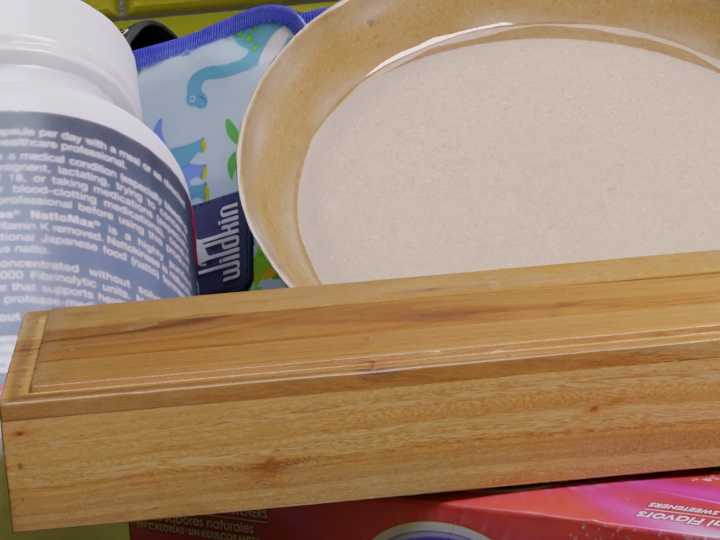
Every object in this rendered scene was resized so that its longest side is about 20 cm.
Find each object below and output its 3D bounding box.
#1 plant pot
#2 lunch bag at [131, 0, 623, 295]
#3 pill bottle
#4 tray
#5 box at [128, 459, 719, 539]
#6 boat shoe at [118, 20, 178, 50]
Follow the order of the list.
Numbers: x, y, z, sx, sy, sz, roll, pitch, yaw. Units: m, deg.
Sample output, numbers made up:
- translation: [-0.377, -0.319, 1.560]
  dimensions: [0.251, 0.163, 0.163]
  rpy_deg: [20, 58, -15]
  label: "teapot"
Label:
- translation: [0.062, -0.028, 0.815]
  dimensions: [0.200, 0.028, 0.200]
  rpy_deg: [-1, 45, 1]
  label: "plant pot"
- translation: [0.000, 0.000, 0.917]
  dimensions: [0.200, 0.170, 0.127]
  rpy_deg: [-4, -19, 7]
  label: "lunch bag"
- translation: [-0.109, 0.011, 0.836]
  dimensions: [0.119, 0.120, 0.200]
  rpy_deg: [-4, 52, -4]
  label: "pill bottle"
- translation: [0.011, 0.027, 0.684]
  dimensions: [0.200, 0.037, 0.099]
  rpy_deg: [-6, 12, -2]
  label: "tray"
- translation: [0.048, 0.091, 0.689]
  dimensions: [0.200, 0.096, 0.100]
  rpy_deg: [4, 14, 33]
  label: "box"
- translation: [-0.098, -0.025, 1.143]
  dimensions: [0.063, 0.202, 0.074]
  rpy_deg: [-27, -42, 22]
  label: "boat shoe"
